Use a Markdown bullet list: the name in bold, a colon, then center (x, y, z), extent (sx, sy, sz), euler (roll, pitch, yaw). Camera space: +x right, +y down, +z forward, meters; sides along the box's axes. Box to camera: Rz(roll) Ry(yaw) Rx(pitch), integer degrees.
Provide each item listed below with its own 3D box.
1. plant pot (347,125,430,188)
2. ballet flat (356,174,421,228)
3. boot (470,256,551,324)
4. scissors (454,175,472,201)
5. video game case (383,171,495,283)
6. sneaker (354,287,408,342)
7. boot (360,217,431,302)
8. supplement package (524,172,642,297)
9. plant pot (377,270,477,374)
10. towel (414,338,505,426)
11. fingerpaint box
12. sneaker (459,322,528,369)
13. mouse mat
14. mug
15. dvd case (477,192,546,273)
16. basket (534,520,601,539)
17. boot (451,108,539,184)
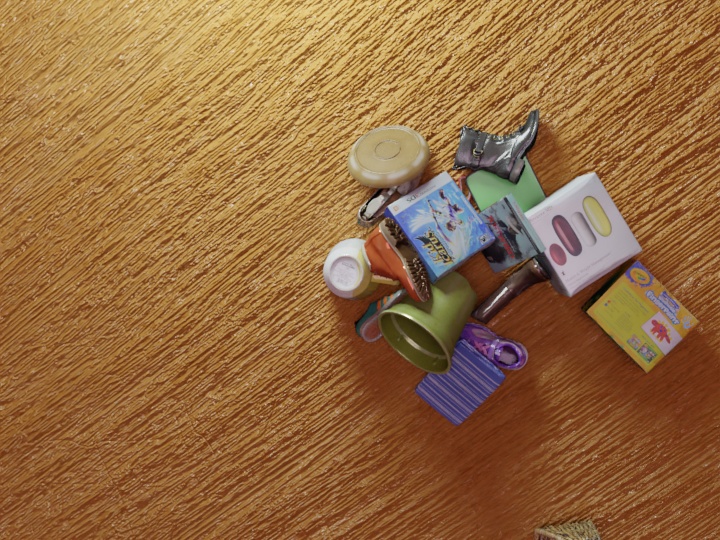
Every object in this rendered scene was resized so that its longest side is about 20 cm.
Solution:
- **plant pot**: center (0.063, -0.273, 1.597), extent (0.196, 0.028, 0.203), euler (-6, 51, 8)
- **ballet flat**: center (0.067, -0.176, 1.589), extent (0.068, 0.067, 0.200), euler (43, 95, 11)
- **boot**: center (0.336, 0.056, 1.571), extent (0.199, 0.186, 0.065), euler (-39, 80, 6)
- **scissors**: center (0.235, -0.126, 1.655), extent (0.072, 0.014, 0.204), euler (-2, 92, 5)
- **video game case**: center (0.181, -0.101, 1.569), extent (0.180, 0.046, 0.201), euler (-32, 78, -19)
- **sneaker**: center (0.067, 0.089, 1.663), extent (0.199, 0.080, 0.072), euler (-35, 119, -13)
- **boot**: center (0.078, -0.003, 1.520), extent (0.107, 0.075, 0.202), euler (-39, 74, 28)
- **supplement package**: center (0.485, -0.081, 1.555), extent (0.190, 0.147, 0.202), euler (-33, 91, 4)
- **plant pot**: center (0.171, 0.101, 1.580), extent (0.200, 0.201, 0.185), euler (40, 64, 3)
- **towel**: center (0.236, 0.269, 1.645), extent (0.144, 0.024, 0.201), euler (39, 122, 2)
- **fingerpaint box**: center (0.644, 0.102, 1.591), extent (0.200, 0.073, 0.167), euler (44, 98, 2)
- **sneaker**: center (0.305, 0.184, 1.631), extent (0.197, 0.088, 0.082), euler (19, 97, 6)
- **mouse mat**: center (0.358, -0.169, 1.636), extent (0.159, 0.008, 0.203), euler (-27, 89, 3)
- **mug**: center (-0.008, -0.006, 1.623), extent (0.184, 0.153, 0.152), euler (-23, 90, 8)
- **dvd case**: center (0.324, -0.080, 1.565), extent (0.022, 0.200, 0.147), euler (-32, 90, -24)
- **basket**: center (0.503, 0.715, 1.613), extent (0.146, 0.143, 0.204), euler (-10, 92, 7)
- **boot**: center (0.317, -0.308, 1.608), extent (0.172, 0.069, 0.203), euler (22, 84, 16)
